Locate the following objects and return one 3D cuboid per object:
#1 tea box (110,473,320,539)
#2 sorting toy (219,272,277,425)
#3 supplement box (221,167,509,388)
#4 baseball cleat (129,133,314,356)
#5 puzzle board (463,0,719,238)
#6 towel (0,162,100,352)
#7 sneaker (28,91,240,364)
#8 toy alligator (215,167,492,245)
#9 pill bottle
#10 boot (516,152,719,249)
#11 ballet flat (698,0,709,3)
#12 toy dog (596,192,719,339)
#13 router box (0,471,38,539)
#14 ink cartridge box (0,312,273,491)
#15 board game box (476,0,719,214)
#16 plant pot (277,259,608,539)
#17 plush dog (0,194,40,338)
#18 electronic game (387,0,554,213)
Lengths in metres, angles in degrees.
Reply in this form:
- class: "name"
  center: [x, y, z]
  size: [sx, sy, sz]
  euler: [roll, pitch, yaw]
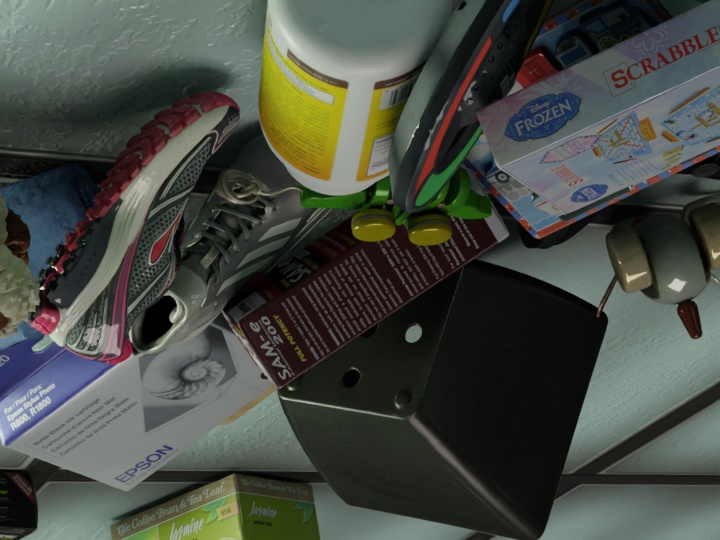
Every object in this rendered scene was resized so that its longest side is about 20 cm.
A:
- class: "tea box"
  center: [-0.150, 0.347, 2.238]
  size: [0.200, 0.198, 0.133]
  euler: [-26, 153, 34]
- class: "sorting toy"
  center: [-0.156, 0.060, 1.717]
  size: [0.199, 0.070, 0.199]
  euler: [5, 154, -32]
- class: "supplement box"
  center: [0.000, 0.000, 1.492]
  size: [0.200, 0.061, 0.109]
  euler: [-34, -168, -6]
- class: "baseball cleat"
  center: [-0.095, -0.015, 1.445]
  size: [0.200, 0.070, 0.106]
  euler: [-55, 178, 18]
- class: "puzzle board"
  center: [0.152, -0.105, 1.411]
  size: [0.200, 0.017, 0.151]
  euler: [-26, 120, 36]
- class: "towel"
  center: [-0.260, 0.000, 1.499]
  size: [0.199, 0.112, 0.049]
  euler: [-20, -168, 26]
- class: "sneaker"
  center: [-0.143, -0.032, 1.378]
  size: [0.075, 0.200, 0.081]
  euler: [35, 179, -20]
- class: "toy alligator"
  center: [0.005, -0.058, 1.389]
  size: [0.199, 0.060, 0.054]
  euler: [5, 155, -20]
- class: "pill bottle"
  center: [-0.008, -0.124, 1.280]
  size: [0.109, 0.110, 0.200]
  euler: [-6, 157, -8]
- class: "boot"
  center: [0.221, -0.076, 1.526]
  size: [0.167, 0.077, 0.200]
  euler: [3, 149, -18]
- class: "ballet flat"
  center: [0.272, -0.195, 1.296]
  size: [0.199, 0.070, 0.069]
  euler: [5, 154, -40]
- class: "toy dog"
  center: [0.242, 0.003, 1.615]
  size: [0.131, 0.097, 0.200]
  euler: [-14, -178, 19]
- class: "router box"
  center: [-0.446, 0.249, 2.065]
  size: [0.199, 0.062, 0.150]
  euler: [10, 150, -39]
- class: "ink cartridge box"
  center: [-0.181, 0.084, 1.594]
  size: [0.199, 0.041, 0.200]
  euler: [-37, 142, 21]
- class: "board game box"
  center: [0.189, -0.105, 1.271]
  size: [0.199, 0.041, 0.200]
  euler: [-24, 167, 12]
- class: "plant pot"
  center: [0.051, 0.078, 1.631]
  size: [0.199, 0.201, 0.177]
  euler: [7, 159, 36]
- class: "plush dog"
  center: [-0.300, -0.047, 1.360]
  size: [0.199, 0.161, 0.172]
  euler: [16, 170, -11]
- class: "electronic game"
  center: [0.075, -0.124, 1.247]
  size: [0.042, 0.200, 0.200]
  euler: [31, 157, 8]
